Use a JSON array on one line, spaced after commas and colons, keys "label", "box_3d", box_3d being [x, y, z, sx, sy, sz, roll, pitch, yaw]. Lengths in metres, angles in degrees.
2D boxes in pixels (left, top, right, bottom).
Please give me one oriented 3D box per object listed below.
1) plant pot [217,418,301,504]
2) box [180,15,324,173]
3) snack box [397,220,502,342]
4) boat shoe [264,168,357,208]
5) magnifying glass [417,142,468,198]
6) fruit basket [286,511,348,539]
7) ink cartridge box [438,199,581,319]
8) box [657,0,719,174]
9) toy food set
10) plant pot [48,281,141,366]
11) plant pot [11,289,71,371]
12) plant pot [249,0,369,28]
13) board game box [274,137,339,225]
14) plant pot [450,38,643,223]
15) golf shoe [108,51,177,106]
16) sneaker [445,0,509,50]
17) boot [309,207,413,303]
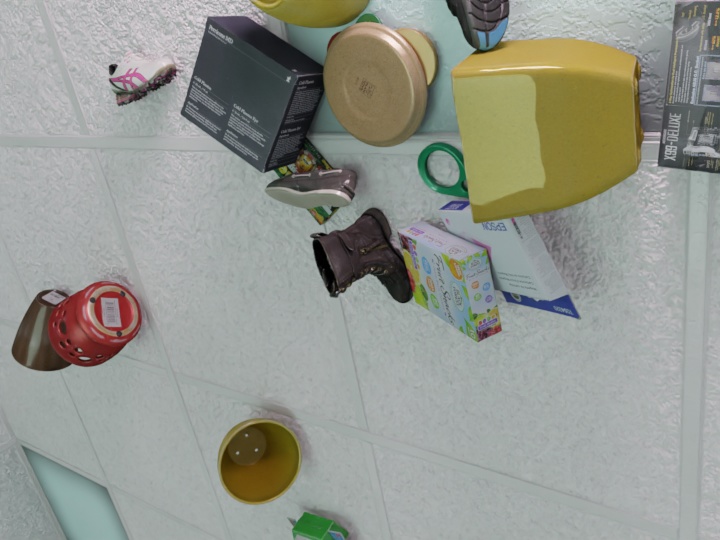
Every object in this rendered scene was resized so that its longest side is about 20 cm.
[{"label": "plant pot", "box_3d": [-0.260, 0.444, 1.688, 0.142, 0.200, 0.200, 10, 127, 66]}, {"label": "box", "box_3d": [-0.180, -0.300, 1.177, 0.200, 0.104, 0.182, 37, 124, 15]}, {"label": "snack box", "box_3d": [0.139, 0.012, 1.110, 0.200, 0.053, 0.142, 33, 144, 60]}, {"label": "boat shoe", "box_3d": [-0.085, -0.149, 1.232, 0.200, 0.057, 0.067, 7, 157, 39]}, {"label": "magnifying glass", "box_3d": [0.174, -0.129, 1.080, 0.200, 0.022, 0.080, 37, 134, 17]}, {"label": "fruit basket", "box_3d": [-0.089, 0.722, 1.785, 0.185, 0.094, 0.200, 2, 121, 38]}, {"label": "ink cartridge box", "box_3d": [0.214, -0.013, 1.031, 0.200, 0.043, 0.196, 60, 165, -14]}, {"label": "box", "box_3d": [0.436, -0.208, 0.794, 0.157, 0.050, 0.200, 13, 124, 33]}, {"label": "toy food set", "box_3d": [0.022, -0.291, 1.080, 0.198, 0.049, 0.200, 27, 131, 24]}, {"label": "plant pot", "box_3d": [-0.687, 0.136, 1.830, 0.182, 0.200, 0.201, -26, 99, 37]}, {"label": "plant pot", "box_3d": [-0.926, 0.163, 2.067, 0.187, 0.187, 0.200, 31, 118, 20]}, {"label": "plant pot", "box_3d": [-0.095, -0.444, 1.010, 0.200, 0.142, 0.200, 20, 128, 28]}, {"label": "board game box", "box_3d": [-0.108, -0.187, 1.271, 0.200, 0.023, 0.105, 49, 138, 3]}, {"label": "plant pot", "box_3d": [0.245, -0.188, 0.872, 0.200, 0.194, 0.196, -2, 116, 25]}, {"label": "golf shoe", "box_3d": [-0.441, -0.391, 1.375, 0.200, 0.073, 0.092, -7, 110, 42]}, {"label": "sneaker", "box_3d": [0.134, -0.369, 0.902, 0.082, 0.073, 0.200, -29, 68, 54]}, {"label": "boot", "box_3d": [0.000, 0.000, 1.191, 0.069, 0.174, 0.200, -15, 106, 43]}]
